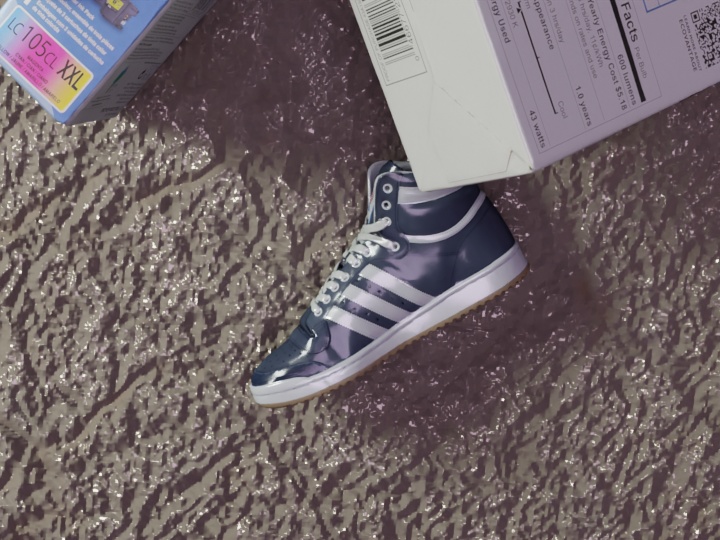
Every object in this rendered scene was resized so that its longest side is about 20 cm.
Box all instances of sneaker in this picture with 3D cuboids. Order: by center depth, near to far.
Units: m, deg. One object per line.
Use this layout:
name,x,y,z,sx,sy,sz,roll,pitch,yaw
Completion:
sneaker,0.000,0.000,0.856,0.198,0.070,0.109,-29,103,-2

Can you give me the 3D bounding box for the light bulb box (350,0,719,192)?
light bulb box,0.107,-0.176,0.760,0.198,0.124,0.200,-25,100,-26

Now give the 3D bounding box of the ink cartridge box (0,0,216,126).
ink cartridge box,-0.122,-0.186,0.791,0.076,0.136,0.200,44,97,-5
